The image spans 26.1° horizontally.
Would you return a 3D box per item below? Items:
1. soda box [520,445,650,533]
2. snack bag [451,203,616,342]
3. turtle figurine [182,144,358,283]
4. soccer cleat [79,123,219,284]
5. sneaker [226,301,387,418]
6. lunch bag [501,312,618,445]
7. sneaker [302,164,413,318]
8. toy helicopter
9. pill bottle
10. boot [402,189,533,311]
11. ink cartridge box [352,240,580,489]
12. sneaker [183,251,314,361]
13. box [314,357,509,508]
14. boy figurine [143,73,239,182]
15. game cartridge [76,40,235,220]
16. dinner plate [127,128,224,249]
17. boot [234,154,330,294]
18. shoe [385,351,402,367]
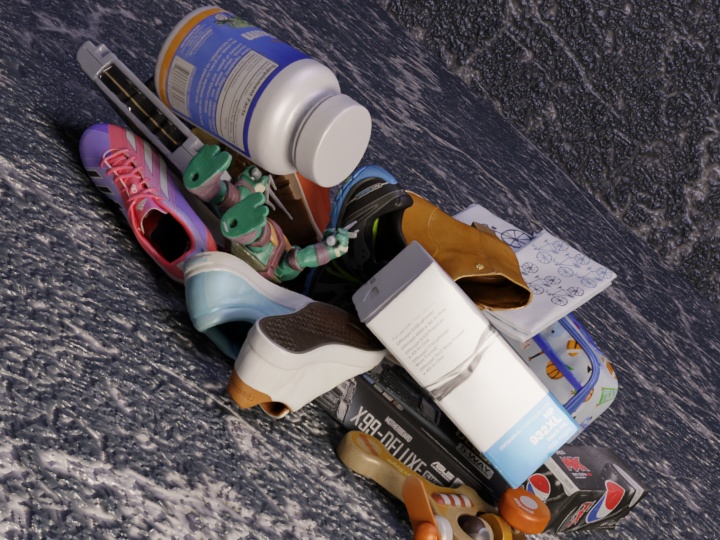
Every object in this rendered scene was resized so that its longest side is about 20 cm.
[{"bbox_3d":[0.230,0.230,1.635,0.071,0.063,0.199,48,18,27],"label":"soda box"},{"bbox_3d":[0.151,-0.007,1.677,0.199,0.022,0.188,32,38,27],"label":"snack bag"},{"bbox_3d":[-0.081,-0.037,1.408,0.149,0.101,0.200,29,-4,27],"label":"turtle figurine"},{"bbox_3d":[-0.200,-0.068,1.432,0.201,0.067,0.076,51,4,19],"label":"soccer cleat"},{"bbox_3d":[-0.051,0.080,1.345,0.073,0.085,0.199,42,21,24],"label":"sneaker"},{"bbox_3d":[0.177,0.100,1.679,0.075,0.160,0.200,28,19,-48],"label":"lunch bag"},{"bbox_3d":[0.000,0.000,1.501,0.082,0.202,0.070,33,30,30],"label":"sneaker"},{"bbox_3d":[0.058,0.206,1.335,0.199,0.079,0.132,34,23,17],"label":"toy helicopter"},{"bbox_3d":[-0.089,-0.159,1.453,0.199,0.113,0.112,32,11,27],"label":"pill bottle"},{"bbox_3d":[0.073,-0.019,1.576,0.199,0.072,0.144,11,22,-15],"label":"boot"},{"bbox_3d":[0.091,0.080,1.388,0.200,0.084,0.145,48,2,-9],"label":"ink cartridge box"},{"bbox_3d":[-0.091,0.058,1.387,0.199,0.073,0.083,31,48,-46],"label":"sneaker"},{"bbox_3d":[0.057,0.150,1.476,0.200,0.050,0.158,42,16,6],"label":"box"},{"bbox_3d":[-0.140,-0.131,1.594,0.201,0.064,0.124,53,-29,-6],"label":"boy figurine"},{"bbox_3d":[-0.191,-0.131,1.518,0.200,0.040,0.133,45,-2,25],"label":"game cartridge"},{"bbox_3d":[-0.169,-0.073,1.601,0.199,0.024,0.201,36,17,-13],"label":"dinner plate"},{"bbox_3d":[-0.052,-0.062,1.575,0.108,0.074,0.202,-56,136,-47],"label":"boot"},{"bbox_3d":[0.098,0.106,1.514,0.199,0.070,0.054,37,57,-26],"label":"shoe"}]
